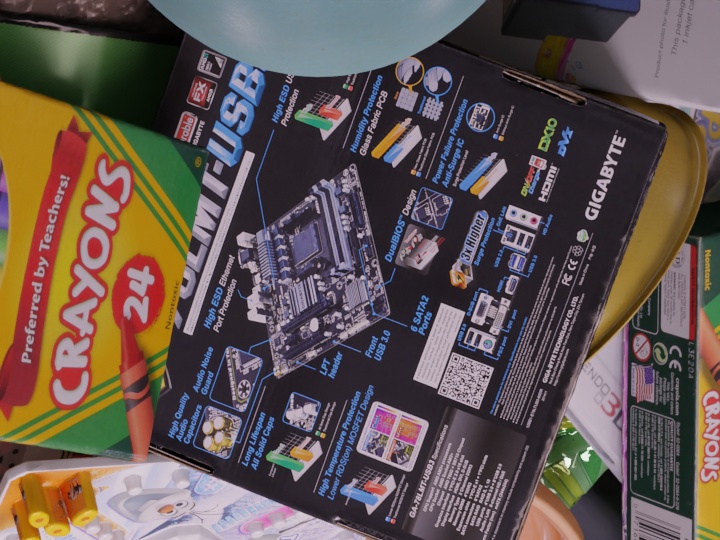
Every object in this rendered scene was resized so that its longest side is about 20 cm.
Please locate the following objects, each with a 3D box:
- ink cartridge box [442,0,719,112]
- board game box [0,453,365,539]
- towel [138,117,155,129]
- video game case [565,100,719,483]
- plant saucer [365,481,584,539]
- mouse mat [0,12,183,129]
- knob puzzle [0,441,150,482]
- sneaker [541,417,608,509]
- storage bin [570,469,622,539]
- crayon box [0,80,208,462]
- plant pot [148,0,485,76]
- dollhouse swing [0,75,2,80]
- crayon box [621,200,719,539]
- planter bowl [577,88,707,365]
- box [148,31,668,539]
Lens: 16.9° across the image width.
[{"bbox_3d":[0.146,-0.113,1.024,0.145,0.199,0.088,4,100,-41],"label":"ink cartridge box"},{"bbox_3d":[-0.089,0.145,1.130,0.199,0.026,0.200,-1,145,-26],"label":"board game box"},{"bbox_3d":[-0.118,0.023,1.081,0.143,0.023,0.201,-26,136,-16],"label":"towel"},{"bbox_3d":[0.161,-0.007,1.211,0.200,0.022,0.182,-53,130,-14],"label":"video game case"},{"bbox_3d":[0.014,0.136,1.211,0.199,0.038,0.201,2,140,2],"label":"plant saucer"},{"bbox_3d":[-0.097,-0.021,1.018,0.199,0.008,0.162,5,104,-33],"label":"mouse mat"},{"bbox_3d":[-0.109,0.061,1.080,0.219,0.030,0.221,-19,133,-21],"label":"knob puzzle"},{"bbox_3d":[0.092,0.096,1.281,0.199,0.074,0.084,-17,133,-15],"label":"sneaker"},{"bbox_3d":[0.185,0.152,1.355,0.199,0.134,0.146,-5,128,-37],"label":"storage bin"},{"bbox_3d":[-0.142,-0.004,0.879,0.200,0.051,0.128,15,85,-55],"label":"crayon box"},{"bbox_3d":[-0.017,-0.166,0.868,0.200,0.201,0.161,-30,152,-14],"label":"plant pot"},{"bbox_3d":[-0.198,0.027,0.879,0.175,0.182,0.201,-15,121,0],"label":"dollhouse swing"},{"bbox_3d":[0.211,0.063,1.215,0.172,0.058,0.201,-11,107,-35],"label":"crayon box"},{"bbox_3d":[0.049,-0.026,1.074,0.200,0.200,0.083,-44,115,2],"label":"planter bowl"},{"bbox_3d":[0.000,0.000,0.986,0.050,0.197,0.201,-22,132,-81],"label":"box"}]
